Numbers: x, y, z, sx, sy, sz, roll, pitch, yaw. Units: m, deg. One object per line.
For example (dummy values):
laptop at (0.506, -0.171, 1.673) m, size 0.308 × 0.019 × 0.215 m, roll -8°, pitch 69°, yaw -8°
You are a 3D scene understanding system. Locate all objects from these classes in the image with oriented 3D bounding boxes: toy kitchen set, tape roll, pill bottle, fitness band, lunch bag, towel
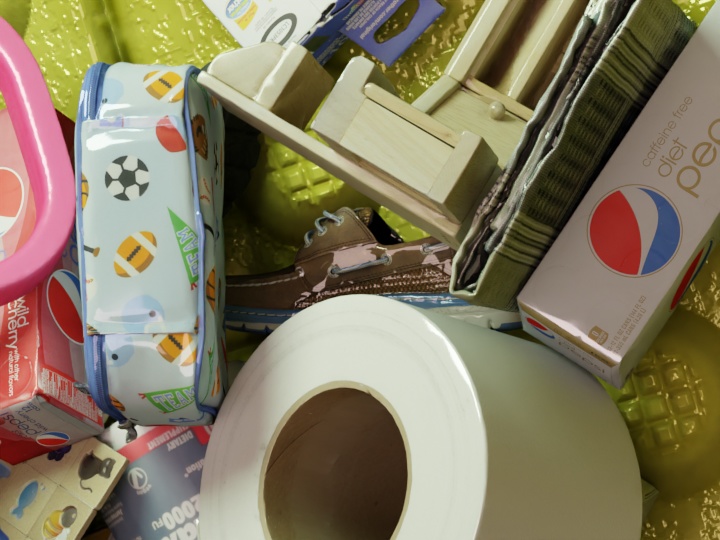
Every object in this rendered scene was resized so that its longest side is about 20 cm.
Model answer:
toy kitchen set at (0.035, -0.126, 1.411) m, size 0.163 × 0.200 × 0.181 m, roll 30°, pitch 88°, yaw 15°
tape roll at (0.030, 0.124, 1.417) m, size 0.202 × 0.139 × 0.204 m, roll -13°, pitch 70°, yaw 38°
pill bottle at (-0.069, 0.166, 1.549) m, size 0.119 × 0.120 × 0.201 m, roll -32°, pitch 85°, yaw 21°
fitness band at (-0.237, -0.071, 1.488) m, size 0.037 × 0.143 × 0.201 m, roll -55°, pitch 49°, yaw 56°
lunch bag at (-0.110, -0.007, 1.444) m, size 0.075 × 0.160 × 0.201 m, roll 0°, pitch 83°, yaw 3°
towel at (0.109, -0.068, 1.395) m, size 0.034 × 0.200 × 0.193 m, roll 30°, pitch 94°, yaw 13°

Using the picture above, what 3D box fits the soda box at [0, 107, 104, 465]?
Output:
soda box at (-0.194, 0.005, 1.536) m, size 0.070 × 0.063 × 0.201 m, roll -20°, pitch 56°, yaw 25°

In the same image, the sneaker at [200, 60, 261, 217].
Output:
sneaker at (-0.124, -0.036, 1.572) m, size 0.079 × 0.075 × 0.201 m, roll 26°, pitch 97°, yaw 30°

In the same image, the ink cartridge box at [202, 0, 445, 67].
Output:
ink cartridge box at (-0.040, -0.204, 1.520) m, size 0.136 × 0.076 × 0.200 m, roll -45°, pitch 78°, yaw 20°

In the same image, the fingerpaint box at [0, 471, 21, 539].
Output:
fingerpaint box at (-0.254, 0.179, 1.586) m, size 0.167 × 0.073 × 0.200 m, roll -41°, pitch 51°, yaw 10°

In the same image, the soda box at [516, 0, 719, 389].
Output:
soda box at (0.165, -0.040, 1.427) m, size 0.068 × 0.064 × 0.200 m, roll 32°, pitch 81°, yaw 14°

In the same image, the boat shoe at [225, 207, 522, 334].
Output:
boat shoe at (0.000, 0.000, 1.537) m, size 0.199 × 0.072 × 0.073 m, roll -2°, pitch 91°, yaw 11°

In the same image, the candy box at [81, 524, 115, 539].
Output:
candy box at (-0.151, 0.262, 1.621) m, size 0.136 × 0.061 × 0.201 m, roll -25°, pitch 86°, yaw 22°

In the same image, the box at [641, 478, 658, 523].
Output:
box at (0.088, 0.198, 1.514) m, size 0.068 × 0.082 × 0.201 m, roll 30°, pitch 104°, yaw 17°

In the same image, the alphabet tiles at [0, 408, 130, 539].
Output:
alphabet tiles at (-0.221, 0.113, 1.545) m, size 0.200 × 0.006 × 0.167 m, roll 27°, pitch 82°, yaw 42°
